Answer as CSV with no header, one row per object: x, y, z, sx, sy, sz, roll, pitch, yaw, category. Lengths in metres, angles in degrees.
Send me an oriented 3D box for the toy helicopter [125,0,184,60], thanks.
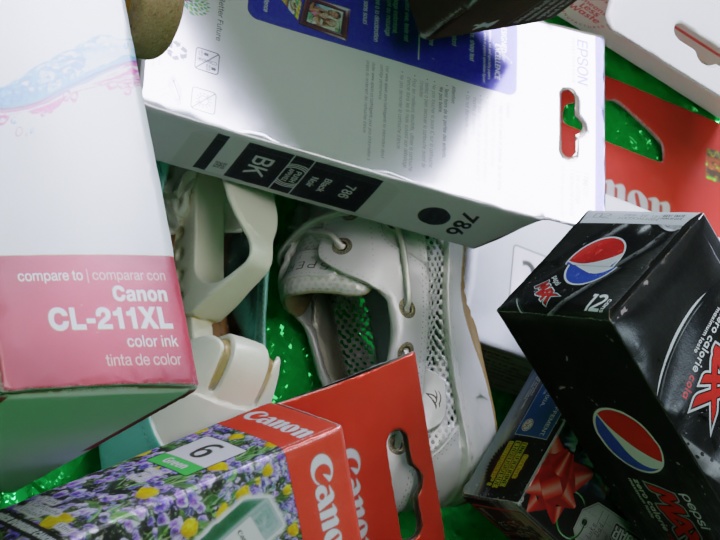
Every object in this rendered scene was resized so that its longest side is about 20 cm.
-0.100,-0.162,0.992,0.079,0.132,0.200,5,43,-33,toy helicopter

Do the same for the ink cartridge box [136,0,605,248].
0.002,-0.071,1.033,0.199,0.039,0.100,15,57,-18,ink cartridge box

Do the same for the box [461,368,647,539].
0.145,0.093,1.100,0.200,0.040,0.137,42,69,-30,box

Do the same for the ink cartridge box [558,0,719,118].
0.157,-0.155,1.237,0.115,0.068,0.201,29,57,-22,ink cartridge box

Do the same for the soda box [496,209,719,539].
0.138,0.072,1.024,0.063,0.071,0.200,-46,118,-26,soda box

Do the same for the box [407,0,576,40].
0.043,-0.201,1.003,0.075,0.100,0.201,-11,79,-34,box

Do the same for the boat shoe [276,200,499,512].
0.000,0.000,1.066,0.069,0.071,0.201,-7,77,-38,boat shoe

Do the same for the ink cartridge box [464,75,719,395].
0.121,-0.016,1.174,0.199,0.044,0.174,20,63,-27,ink cartridge box

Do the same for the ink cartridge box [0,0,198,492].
-0.142,-0.033,0.934,0.083,0.146,0.201,-1,72,-36,ink cartridge box

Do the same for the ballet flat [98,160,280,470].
-0.062,0.020,1.016,0.067,0.070,0.201,12,65,-31,ballet flat

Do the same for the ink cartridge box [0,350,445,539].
-0.038,0.113,0.972,0.199,0.050,0.109,-21,110,-32,ink cartridge box
